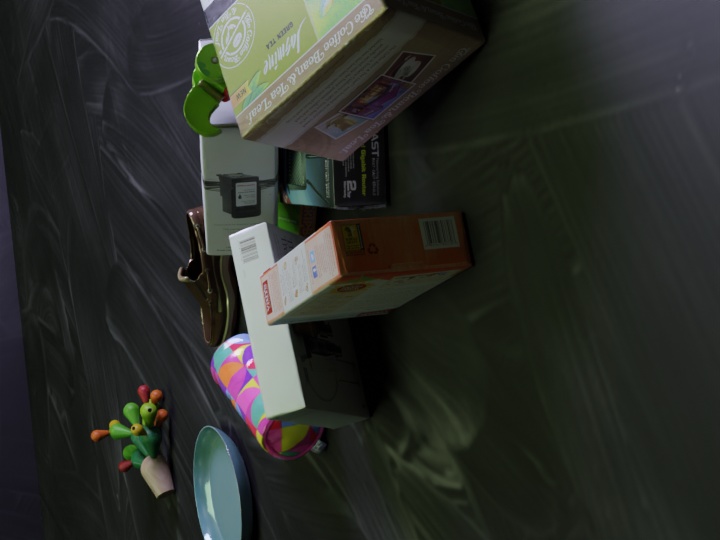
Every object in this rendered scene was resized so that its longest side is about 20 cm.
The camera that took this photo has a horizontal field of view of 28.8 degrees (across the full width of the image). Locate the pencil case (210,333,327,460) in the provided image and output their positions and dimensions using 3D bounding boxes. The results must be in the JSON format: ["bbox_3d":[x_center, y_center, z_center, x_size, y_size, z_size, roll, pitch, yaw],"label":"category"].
[{"bbox_3d":[-0.110,0.149,1.677,0.200,0.088,0.088,41,131,54],"label":"pencil case"}]

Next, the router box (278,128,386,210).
[{"bbox_3d":[-0.034,-0.164,1.462,0.150,0.062,0.200,-171,77,-64],"label":"router box"}]

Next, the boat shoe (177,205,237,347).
[{"bbox_3d":[-0.208,0.007,1.866,0.075,0.075,0.202,-147,56,-60],"label":"boat shoe"}]

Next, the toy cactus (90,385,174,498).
[{"bbox_3d":[-0.346,0.282,2.224,0.200,0.102,0.165,-50,59,46],"label":"toy cactus"}]

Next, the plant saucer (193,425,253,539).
[{"bbox_3d":[-0.188,0.313,1.945,0.200,0.027,0.200,175,90,-65],"label":"plant saucer"}]

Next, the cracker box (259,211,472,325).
[{"bbox_3d":[0.000,0.000,1.337,0.200,0.134,0.058,146,116,-62],"label":"cracker box"}]

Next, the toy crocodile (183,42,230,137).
[{"bbox_3d":[-0.116,-0.223,1.416,0.062,0.200,0.068,36,163,-1],"label":"toy crocodile"}]

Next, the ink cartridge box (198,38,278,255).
[{"bbox_3d":[-0.134,-0.136,1.538,0.200,0.083,0.145,94,172,-48],"label":"ink cartridge box"}]

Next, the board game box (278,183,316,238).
[{"bbox_3d":[-0.084,-0.025,1.646,0.096,0.030,0.200,-137,50,-56],"label":"board game box"}]

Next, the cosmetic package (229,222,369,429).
[{"bbox_3d":[-0.063,0.061,1.479,0.052,0.151,0.200,-19,73,20],"label":"cosmetic package"}]

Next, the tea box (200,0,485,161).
[{"bbox_3d":[-0.024,-0.239,1.271,0.200,0.134,0.197,-38,60,35],"label":"tea box"}]
